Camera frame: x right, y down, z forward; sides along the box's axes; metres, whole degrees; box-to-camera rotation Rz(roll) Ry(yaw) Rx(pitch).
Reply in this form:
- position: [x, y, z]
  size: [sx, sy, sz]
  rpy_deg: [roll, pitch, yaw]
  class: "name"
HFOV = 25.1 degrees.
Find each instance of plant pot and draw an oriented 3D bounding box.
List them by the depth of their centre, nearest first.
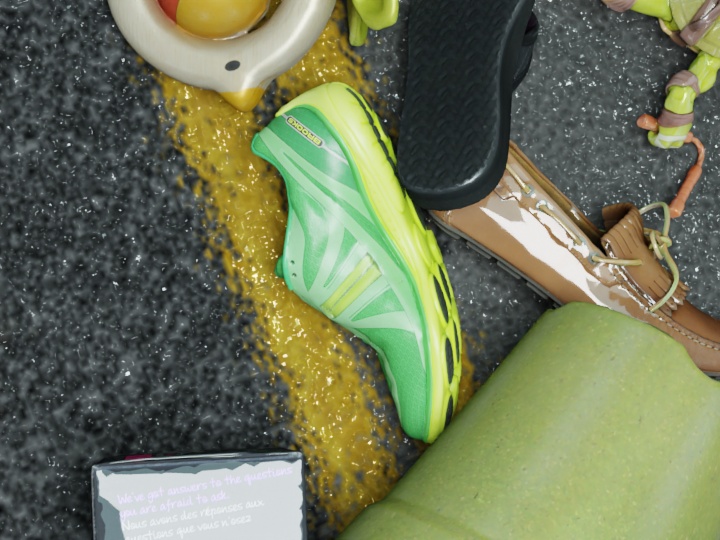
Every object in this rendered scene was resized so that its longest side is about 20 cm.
- position: [0.105, 0.125, 0.823]
  size: [0.200, 0.200, 0.185]
  rpy_deg: [37, 74, -7]
  class: "plant pot"

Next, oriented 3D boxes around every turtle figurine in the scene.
- position: [0.184, -0.145, 0.925]
  size: [0.161, 0.064, 0.201]
  rpy_deg: [33, 79, -8]
  class: "turtle figurine"

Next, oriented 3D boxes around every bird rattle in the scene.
- position: [-0.070, -0.180, 0.860]
  size: [0.200, 0.113, 0.163]
  rpy_deg: [36, 95, -4]
  class: "bird rattle"

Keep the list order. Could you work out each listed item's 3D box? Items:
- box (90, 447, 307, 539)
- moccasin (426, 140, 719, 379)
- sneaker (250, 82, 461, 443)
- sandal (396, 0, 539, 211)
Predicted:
- position: [-0.079, 0.191, 0.807]
  size: [0.105, 0.122, 0.201]
  rpy_deg: [-2, 85, -8]
  class: "box"
- position: [0.135, -0.011, 0.898]
  size: [0.201, 0.074, 0.078]
  rpy_deg: [36, 104, 1]
  class: "moccasin"
- position: [0.000, 0.000, 0.880]
  size: [0.083, 0.074, 0.201]
  rpy_deg: [-20, 94, 14]
  class: "sneaker"
- position: [0.061, -0.113, 0.890]
  size: [0.075, 0.048, 0.201]
  rpy_deg: [0, 58, 26]
  class: "sandal"
